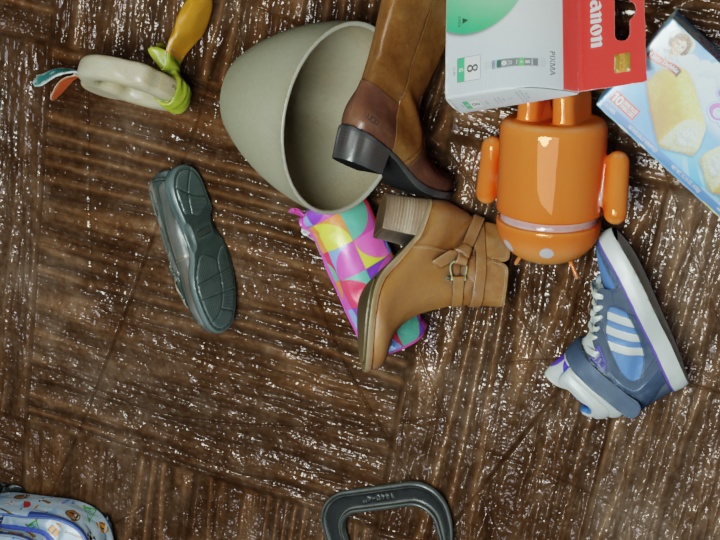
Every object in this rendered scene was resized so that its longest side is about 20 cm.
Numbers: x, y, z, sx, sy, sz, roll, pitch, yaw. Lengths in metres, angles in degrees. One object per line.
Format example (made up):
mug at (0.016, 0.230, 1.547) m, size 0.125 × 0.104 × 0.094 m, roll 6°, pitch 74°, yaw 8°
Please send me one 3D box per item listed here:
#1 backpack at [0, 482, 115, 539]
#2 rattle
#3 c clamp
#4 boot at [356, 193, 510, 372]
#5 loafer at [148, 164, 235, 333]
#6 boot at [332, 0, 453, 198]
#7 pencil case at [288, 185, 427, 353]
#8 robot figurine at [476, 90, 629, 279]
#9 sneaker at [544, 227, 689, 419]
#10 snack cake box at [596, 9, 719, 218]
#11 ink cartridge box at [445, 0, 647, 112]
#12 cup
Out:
backpack at (-0.420, 0.386, 1.661) m, size 0.187 × 0.154 × 0.203 m, roll -4°, pitch 104°, yaw 7°
rattle at (-0.276, -0.257, 1.445) m, size 0.198 × 0.129 × 0.145 m, roll 14°, pitch 102°, yaw 41°
c clamp at (0.032, 0.345, 1.569) m, size 0.197 × 0.027 × 0.173 m, roll -18°, pitch 96°, yaw 23°
boot at (0.080, 0.024, 1.378) m, size 0.153 × 0.077 × 0.203 m, roll 14°, pitch 75°, yaw -11°
loafer at (-0.202, -0.024, 1.505) m, size 0.062 × 0.071 × 0.203 m, roll -7°, pitch 99°, yaw 40°
boot at (0.061, -0.189, 1.349) m, size 0.068 × 0.187 × 0.203 m, roll 15°, pitch 86°, yaw 50°
pencil case at (0.000, 0.000, 1.433) m, size 0.088 × 0.088 × 0.202 m, roll -25°, pitch 98°, yaw 23°
robot figurine at (0.200, -0.094, 1.320) m, size 0.141 × 0.117 × 0.203 m, roll -2°, pitch 109°, yaw -7°
sneaker at (0.256, 0.069, 1.375) m, size 0.145 × 0.081 × 0.202 m, roll -24°, pitch 105°, yaw 18°
snack cake box at (0.352, -0.150, 1.281) m, size 0.200 × 0.067 × 0.115 m, roll 42°, pitch 115°, yaw 1°
ink cartridge box at (0.181, -0.253, 1.262) m, size 0.197 × 0.050 × 0.164 m, roll -6°, pitch 73°, yaw 28°
cup at (-0.068, -0.174, 1.354) m, size 0.142 × 0.199 × 0.204 m, roll 18°, pitch 114°, yaw 35°
